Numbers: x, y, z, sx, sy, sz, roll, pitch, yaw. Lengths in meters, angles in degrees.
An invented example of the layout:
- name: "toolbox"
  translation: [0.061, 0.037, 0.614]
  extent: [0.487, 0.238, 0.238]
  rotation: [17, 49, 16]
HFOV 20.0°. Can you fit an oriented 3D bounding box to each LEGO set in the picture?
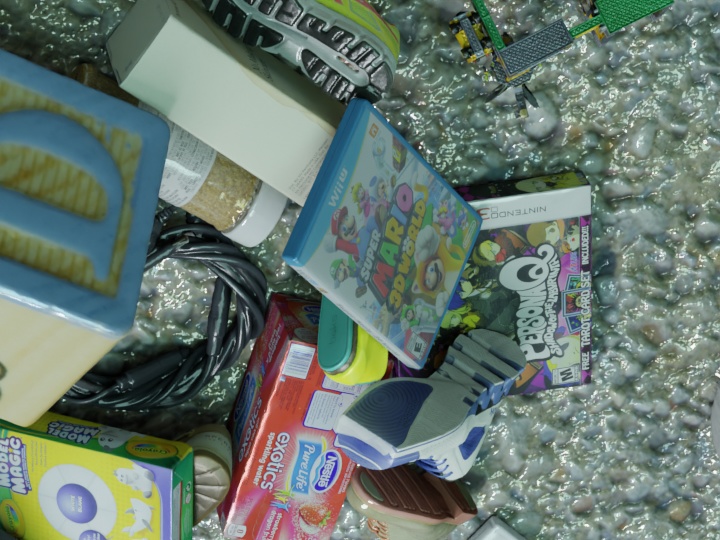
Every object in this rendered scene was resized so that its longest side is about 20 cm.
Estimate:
- name: "LEGO set"
  translation: [0.159, -0.231, 1.653]
  extent: [0.199, 0.116, 0.154]
  rotation: [-34, 89, 1]

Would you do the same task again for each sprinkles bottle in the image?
- name: "sprinkles bottle"
  translation: [-0.155, -0.092, 1.651]
  extent: [0.199, 0.068, 0.068]
  rotation: [29, 107, -24]

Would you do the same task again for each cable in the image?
- name: "cable"
  translation: [-0.178, 0.043, 1.730]
  extent: [0.200, 0.051, 0.163]
  rotation: [-42, 122, 6]

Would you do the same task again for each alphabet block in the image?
- name: "alphabet block"
  translation: [-0.279, -0.026, 1.541]
  extent: [0.194, 0.198, 0.200]
  rotation: [24, 146, -22]

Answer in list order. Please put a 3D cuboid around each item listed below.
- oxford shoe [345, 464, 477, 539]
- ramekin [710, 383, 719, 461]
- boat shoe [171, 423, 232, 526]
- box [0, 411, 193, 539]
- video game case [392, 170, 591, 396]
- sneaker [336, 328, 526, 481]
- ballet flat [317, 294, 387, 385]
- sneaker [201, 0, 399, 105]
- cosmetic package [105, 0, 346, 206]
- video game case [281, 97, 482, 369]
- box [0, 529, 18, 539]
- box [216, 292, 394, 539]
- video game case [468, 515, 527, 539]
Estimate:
- name: "oxford shoe"
  translation: [0.035, 0.216, 1.803]
  extent: [0.074, 0.071, 0.200]
  rotation: [-42, 151, 15]
- name: "ramekin"
  translation: [0.417, 0.143, 1.879]
  extent: [0.198, 0.105, 0.202]
  rotation: [-5, 116, -11]
- name: "boat shoe"
  translation: [-0.177, 0.205, 1.790]
  extent: [0.074, 0.067, 0.200]
  rotation: [42, 122, -17]
- name: "box"
  translation: [-0.241, 0.186, 1.736]
  extent: [0.198, 0.048, 0.118]
  rotation: [12, 117, 19]
- name: "video game case"
  translation: [0.114, 0.019, 1.787]
  extent: [0.180, 0.036, 0.202]
  rotation: [-7, 117, -8]
- name: "sneaker"
  translation: [0.062, 0.140, 1.737]
  extent: [0.199, 0.080, 0.116]
  rotation: [-27, 142, -44]
- name: "ballet flat"
  translation: [0.000, 0.000, 1.698]
  extent: [0.067, 0.202, 0.067]
  rotation: [17, 156, -40]
- name: "sneaker"
  translation: [-0.050, -0.214, 1.617]
  extent: [0.200, 0.090, 0.078]
  rotation: [40, 126, -5]
- name: "cosmetic package"
  translation: [-0.098, -0.138, 1.623]
  extent: [0.199, 0.104, 0.073]
  rotation: [33, 104, -26]
- name: "video game case"
  translation: [0.022, -0.026, 1.634]
  extent: [0.200, 0.018, 0.144]
  rotation: [42, 66, -47]
- name: "box"
  translation: [-0.377, 0.303, 1.732]
  extent: [0.198, 0.124, 0.200]
  rotation: [-35, 124, 29]
- name: "box"
  translation: [-0.054, 0.133, 1.770]
  extent: [0.099, 0.096, 0.201]
  rotation: [12, 112, -18]
- name: "video game case"
  translation: [0.134, 0.352, 1.962]
  extent: [0.200, 0.024, 0.182]
  rotation: [38, 102, -26]
